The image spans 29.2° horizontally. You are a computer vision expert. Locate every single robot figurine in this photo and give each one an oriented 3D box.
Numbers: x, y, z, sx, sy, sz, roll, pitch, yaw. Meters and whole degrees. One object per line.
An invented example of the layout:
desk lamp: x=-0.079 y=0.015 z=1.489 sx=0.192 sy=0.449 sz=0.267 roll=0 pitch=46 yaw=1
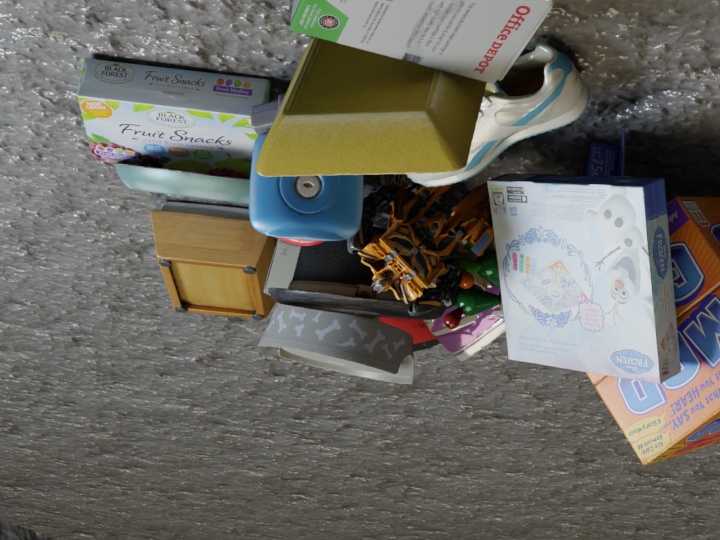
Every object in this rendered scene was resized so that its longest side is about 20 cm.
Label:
robot figurine: x=0.074 y=-0.050 z=1.455 sx=0.145 sy=0.200 sz=0.058 roll=44 pitch=147 yaw=-7

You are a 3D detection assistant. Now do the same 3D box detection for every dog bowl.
dog bowl: x=-0.025 y=0.089 z=1.702 sx=0.198 sy=0.059 sz=0.200 roll=13 pitch=172 yaw=2

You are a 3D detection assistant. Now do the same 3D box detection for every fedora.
fedora: x=0.000 y=0.000 z=1.525 sx=0.198 sy=0.093 sz=0.201 roll=6 pitch=175 yaw=1

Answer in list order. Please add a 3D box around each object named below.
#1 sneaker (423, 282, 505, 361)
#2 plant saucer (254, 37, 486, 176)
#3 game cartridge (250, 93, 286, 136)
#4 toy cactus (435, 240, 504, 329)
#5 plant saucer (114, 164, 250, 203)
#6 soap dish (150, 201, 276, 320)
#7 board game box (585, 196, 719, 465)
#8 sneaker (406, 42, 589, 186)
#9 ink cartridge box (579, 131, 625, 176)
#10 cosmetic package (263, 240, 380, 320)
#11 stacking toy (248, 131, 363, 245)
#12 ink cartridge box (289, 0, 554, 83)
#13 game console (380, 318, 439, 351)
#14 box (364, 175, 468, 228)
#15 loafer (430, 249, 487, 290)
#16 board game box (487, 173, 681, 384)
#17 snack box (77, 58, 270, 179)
sneaker: x=0.159 y=0.018 z=1.732 sx=0.200 sy=0.073 sz=0.114 roll=-40 pitch=102 yaw=19
plant saucer: x=0.013 y=-0.167 z=1.284 sx=0.198 sy=0.201 sz=0.049 roll=0 pitch=130 yaw=16
game cartridge: x=-0.003 y=-0.155 z=1.424 sx=0.198 sy=0.039 sz=0.130 roll=-11 pitch=154 yaw=9
toy cactus: x=0.168 y=0.009 z=1.592 sx=0.165 sy=0.200 sz=0.102 roll=50 pitch=175 yaw=-25
plant saucer: x=-0.180 y=-0.095 z=1.559 sx=0.198 sy=0.028 sz=0.200 roll=7 pitch=-176 yaw=0
soap dish: x=-0.185 y=-0.008 z=1.791 sx=0.155 sy=0.082 sz=0.200 roll=6 pitch=154 yaw=4
board game box: x=0.368 y=0.060 z=1.488 sx=0.199 sy=0.201 sz=0.200 roll=-4 pitch=147 yaw=-50
sneaker: x=0.121 y=-0.155 z=1.358 sx=0.199 sy=0.077 sz=0.081 roll=-29 pitch=141 yaw=16
ink cartridge box: x=0.252 y=-0.054 z=1.515 sx=0.041 sy=0.121 sz=0.200 roll=10 pitch=155 yaw=0
cosmetic package: x=-0.041 y=0.025 z=1.758 sx=0.104 sy=0.072 sz=0.200 roll=14 pitch=172 yaw=18
stacking toy: x=-0.066 y=-0.071 z=1.466 sx=0.115 sy=0.111 sz=0.200 roll=3 pitch=172 yaw=-8
ink cartridge box: x=0.053 y=-0.250 z=1.188 sx=0.198 sy=0.085 sz=0.146 roll=13 pitch=155 yaw=-12
game console: x=0.124 y=0.042 z=1.887 sx=0.199 sy=0.119 sz=0.173 roll=-17 pitch=115 yaw=41
box: x=0.006 y=-0.073 z=1.630 sx=0.157 sy=0.050 sz=0.199 roll=21 pitch=153 yaw=-28
loafer: x=0.080 y=0.004 z=1.650 sx=0.198 sy=0.068 sz=0.076 roll=-8 pitch=169 yaw=-29
board game box: x=0.227 y=0.004 z=1.415 sx=0.043 sy=0.201 sz=0.199 roll=-19 pitch=-162 yaw=-41
snack box: x=-0.196 y=-0.161 z=1.493 sx=0.198 sy=0.054 sz=0.143 roll=6 pitch=154 yaw=-1
